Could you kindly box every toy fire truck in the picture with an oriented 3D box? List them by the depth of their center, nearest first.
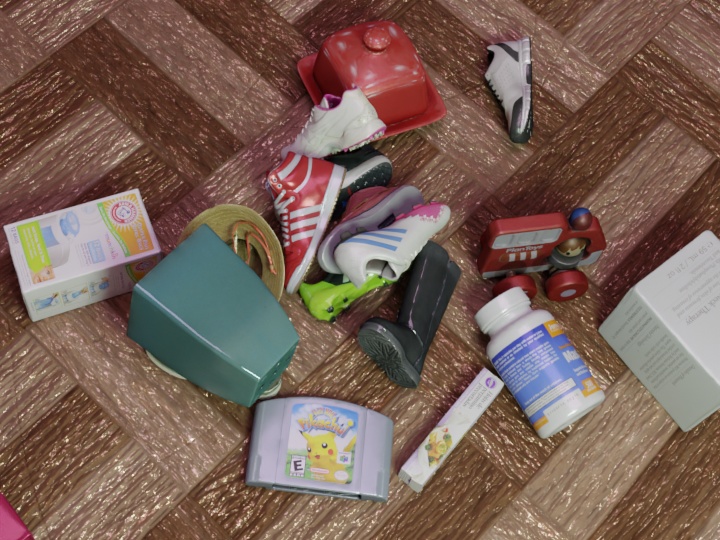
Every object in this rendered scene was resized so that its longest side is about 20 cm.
[{"bbox_3d":[0.271,-0.034,1.721,0.198,0.168,0.113,-6,65,-10],"label":"toy fire truck"}]

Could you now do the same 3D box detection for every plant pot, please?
[{"bbox_3d":[-0.188,0.074,1.562,0.199,0.142,0.141,38,58,9],"label":"plant pot"}]

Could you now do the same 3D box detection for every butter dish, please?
[{"bbox_3d":[0.020,-0.320,1.832,0.198,0.148,0.201,-19,62,-15],"label":"butter dish"}]

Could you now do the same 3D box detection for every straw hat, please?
[{"bbox_3d":[-0.167,-0.005,1.685,0.201,0.202,0.085,45,28,14],"label":"straw hat"}]

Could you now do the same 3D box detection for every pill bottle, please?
[{"bbox_3d":[0.250,0.127,1.666,0.111,0.112,0.201,-27,75,-19],"label":"pill bottle"}]

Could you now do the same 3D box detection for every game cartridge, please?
[{"bbox_3d":[-0.054,0.244,1.619,0.198,0.041,0.134,7,60,-4],"label":"game cartridge"}]

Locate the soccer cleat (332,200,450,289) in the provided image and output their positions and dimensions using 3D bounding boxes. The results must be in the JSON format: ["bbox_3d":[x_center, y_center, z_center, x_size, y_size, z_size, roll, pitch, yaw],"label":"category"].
[{"bbox_3d":[0.055,-0.031,1.653,0.199,0.070,0.087,-22,68,-26],"label":"soccer cleat"}]

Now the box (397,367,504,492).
[{"bbox_3d":[0.129,0.224,1.649,0.039,0.042,0.200,38,65,10],"label":"box"}]

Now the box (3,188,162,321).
[{"bbox_3d":[-0.392,-0.023,1.666,0.198,0.102,0.113,-17,68,-15],"label":"box"}]

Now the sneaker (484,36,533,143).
[{"bbox_3d":[0.243,-0.290,1.906,0.079,0.074,0.202,-2,59,8],"label":"sneaker"}]

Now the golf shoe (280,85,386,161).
[{"bbox_3d":[-0.051,-0.216,1.761,0.075,0.199,0.092,-37,106,-50],"label":"golf shoe"}]

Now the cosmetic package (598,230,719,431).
[{"bbox_3d":[0.488,0.089,1.692,0.167,0.167,0.200,-34,74,-21],"label":"cosmetic package"}]

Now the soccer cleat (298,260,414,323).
[{"bbox_3d":[0.000,0.000,1.730,0.199,0.068,0.081,-30,59,-19],"label":"soccer cleat"}]

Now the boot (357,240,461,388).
[{"bbox_3d":[0.073,0.043,1.667,0.065,0.165,0.201,12,63,28],"label":"boot"}]

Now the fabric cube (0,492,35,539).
[{"bbox_3d":[-0.526,0.328,1.426,0.196,0.200,0.199,-38,76,-23],"label":"fabric cube"}]

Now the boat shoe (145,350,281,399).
[{"bbox_3d":[-0.206,0.122,1.643,0.200,0.060,0.073,18,63,1],"label":"boat shoe"}]

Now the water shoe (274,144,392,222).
[{"bbox_3d":[-0.048,-0.128,1.793,0.199,0.072,0.079,-23,42,-16],"label":"water shoe"}]

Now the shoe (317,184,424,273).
[{"bbox_3d":[-0.002,-0.062,1.722,0.200,0.091,0.072,-38,114,-27],"label":"shoe"}]

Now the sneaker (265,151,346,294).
[{"bbox_3d":[-0.103,-0.074,1.693,0.112,0.071,0.202,21,80,-7],"label":"sneaker"}]
